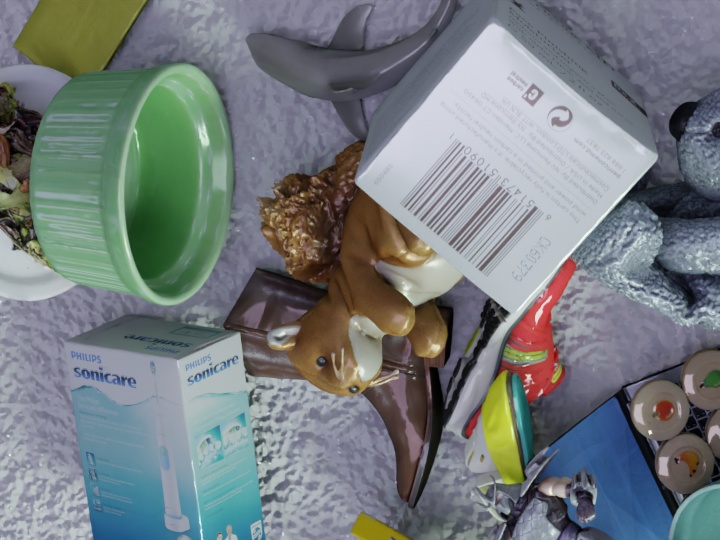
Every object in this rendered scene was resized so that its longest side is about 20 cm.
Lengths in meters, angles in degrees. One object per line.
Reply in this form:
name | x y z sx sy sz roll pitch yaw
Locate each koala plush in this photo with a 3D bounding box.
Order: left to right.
koala plush | 0.288 -0.069 1.491 0.183 0.178 0.201 28 112 -6

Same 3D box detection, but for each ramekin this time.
ramekin | -0.193 -0.075 1.610 0.097 0.200 0.202 5 108 22

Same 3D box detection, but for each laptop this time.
laptop | 0.273 0.188 1.593 0.199 0.116 0.189 -23 99 21

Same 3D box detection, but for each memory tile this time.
memory tile | 0.320 0.156 1.586 0.152 0.017 0.201 -28 99 -7

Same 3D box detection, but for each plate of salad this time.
plate of salad | -0.275 -0.074 1.635 0.048 0.199 0.202 4 110 45

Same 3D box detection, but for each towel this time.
towel | -0.221 -0.248 1.660 0.086 0.018 0.201 40 114 8

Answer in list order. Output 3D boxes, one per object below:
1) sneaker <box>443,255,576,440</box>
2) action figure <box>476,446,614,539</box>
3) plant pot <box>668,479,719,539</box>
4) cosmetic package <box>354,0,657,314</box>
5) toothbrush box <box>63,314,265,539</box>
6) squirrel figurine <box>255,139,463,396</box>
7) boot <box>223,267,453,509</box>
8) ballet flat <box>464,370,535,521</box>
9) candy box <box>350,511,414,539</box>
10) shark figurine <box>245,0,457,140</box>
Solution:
sneaker | 0.141 0.063 1.629 0.084 0.077 0.201 21 117 -11
action figure | 0.177 0.225 1.532 0.199 0.069 0.131 32 126 11
plant pot | 0.361 0.228 1.509 0.200 0.134 0.202 31 135 37
cosmetic package | 0.113 -0.104 1.487 0.164 0.200 0.165 39 108 -9
toothbrush box | -0.174 0.152 1.705 0.145 0.085 0.202 5 110 39
squirrel figurine | 0.000 0.000 1.593 0.187 0.141 0.200 -50 57 20
boot | -0.025 0.102 1.681 0.198 0.064 0.188 8 96 10
ballet flat | 0.124 0.164 1.619 0.066 0.067 0.201 -11 134 14
candy box | 0.090 0.271 1.641 0.199 0.102 0.027 26 84 36
shark figurine | 0.014 -0.177 1.575 0.213 0.090 0.129 -25 100 23
